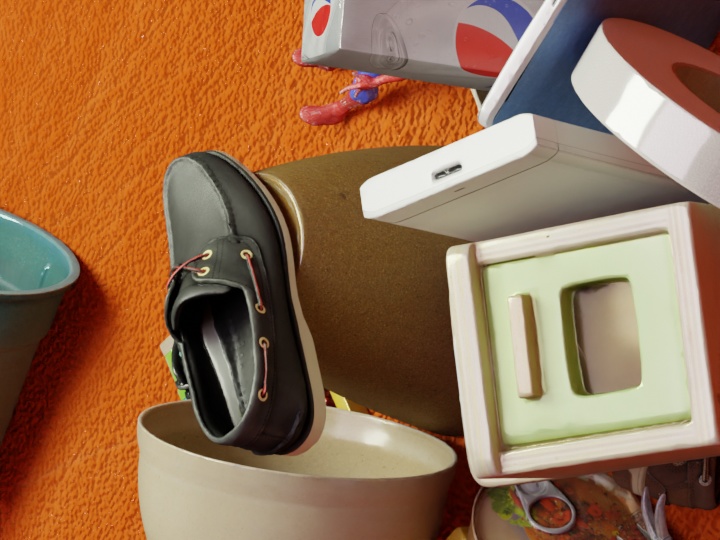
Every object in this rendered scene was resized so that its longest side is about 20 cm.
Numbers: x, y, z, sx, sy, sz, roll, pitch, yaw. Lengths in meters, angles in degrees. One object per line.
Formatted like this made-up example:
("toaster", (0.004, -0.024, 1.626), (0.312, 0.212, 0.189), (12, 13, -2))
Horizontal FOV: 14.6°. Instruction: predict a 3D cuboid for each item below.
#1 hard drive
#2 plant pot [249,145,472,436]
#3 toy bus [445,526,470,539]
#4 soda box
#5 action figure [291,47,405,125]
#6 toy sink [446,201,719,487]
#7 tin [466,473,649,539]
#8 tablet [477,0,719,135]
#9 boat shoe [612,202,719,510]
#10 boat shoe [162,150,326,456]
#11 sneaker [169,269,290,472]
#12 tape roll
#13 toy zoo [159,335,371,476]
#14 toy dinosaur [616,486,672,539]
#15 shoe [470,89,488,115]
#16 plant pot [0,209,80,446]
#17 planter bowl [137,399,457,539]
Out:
("hard drive", (0.115, -0.044, 1.635), (0.132, 0.199, 0.027), (-22, 68, 39))
("plant pot", (0.000, 0.000, 1.739), (0.186, 0.199, 0.187), (-10, 75, 43))
("toy bus", (0.111, 0.243, 1.671), (0.065, 0.078, 0.200), (-56, 50, 25))
("soda box", (0.068, -0.145, 1.695), (0.068, 0.199, 0.064), (170, 105, -67))
("action figure", (0.015, -0.147, 1.816), (0.200, 0.051, 0.066), (-27, 62, 56))
("toy sink", (0.118, 0.045, 1.541), (0.199, 0.112, 0.131), (-10, 82, 31))
("tin", (0.137, 0.193, 1.635), (0.200, 0.112, 0.042), (56, 145, 35))
("tablet", (0.150, -0.133, 1.621), (0.014, 0.200, 0.130), (42, 112, 25))
("boat shoe", (0.215, 0.042, 1.627), (0.075, 0.075, 0.203), (21, 98, 21))
("boat shoe", (-0.078, 0.013, 1.631), (0.074, 0.063, 0.202), (-38, 57, 35))
("sneaker", (-0.092, 0.085, 1.865), (0.075, 0.079, 0.201), (-18, 73, 38))
("tape roll", (0.210, -0.072, 1.552), (0.203, 0.202, 0.037), (45, 112, 39))
("toy zoo", (-0.058, 0.095, 1.900), (0.131, 0.020, 0.201), (-44, 56, 29))
("toy dinosaur", (0.198, 0.180, 1.541), (0.182, 0.105, 0.200), (-46, 53, 0))
("shoe", (0.089, -0.169, 1.784), (0.070, 0.053, 0.201), (-24, 67, 38))
("plant pot", (-0.326, 0.064, 2.054), (0.200, 0.200, 0.197), (33, 112, 42))
("planter bowl", (-0.046, 0.167, 1.747), (0.200, 0.200, 0.135), (15, 103, 44))
